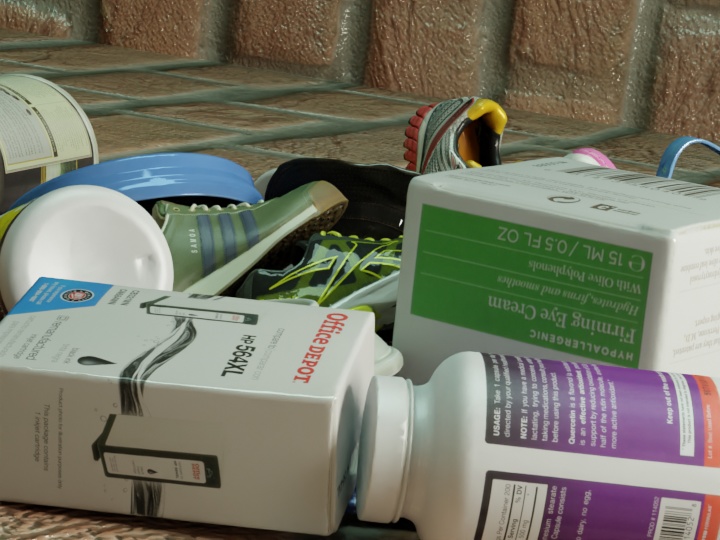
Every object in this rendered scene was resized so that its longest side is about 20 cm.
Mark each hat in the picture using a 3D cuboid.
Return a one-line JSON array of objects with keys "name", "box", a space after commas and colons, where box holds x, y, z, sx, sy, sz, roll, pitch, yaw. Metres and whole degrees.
[{"name": "hat", "box": [0.005, 0.002, 1.790, 0.200, 0.081, 0.201, 16, -31, 10]}]

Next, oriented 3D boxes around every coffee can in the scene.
[{"name": "coffee can", "box": [-0.316, -0.083, 1.952, 0.146, 0.146, 0.200, 10, 10, 16]}]

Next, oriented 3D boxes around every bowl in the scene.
[{"name": "bowl", "box": [-0.167, -0.033, 1.777, 0.200, 0.039, 0.201, -11, -18, -4]}]

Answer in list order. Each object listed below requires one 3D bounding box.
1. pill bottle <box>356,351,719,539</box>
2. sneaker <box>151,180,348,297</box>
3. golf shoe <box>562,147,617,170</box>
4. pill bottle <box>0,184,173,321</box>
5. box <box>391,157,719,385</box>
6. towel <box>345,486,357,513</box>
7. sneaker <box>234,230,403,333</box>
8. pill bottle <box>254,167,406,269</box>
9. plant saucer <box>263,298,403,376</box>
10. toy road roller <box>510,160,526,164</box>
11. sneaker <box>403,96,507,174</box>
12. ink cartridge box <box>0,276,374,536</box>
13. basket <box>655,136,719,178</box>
[{"name": "pill bottle", "box": [0.101, 0.103, 1.274, 0.200, 0.113, 0.112, 7, 10, -5]}, {"name": "sneaker", "box": [-0.106, -0.023, 1.678, 0.090, 0.067, 0.200, 45, 60, 12]}, {"name": "golf shoe", "box": [0.117, 0.001, 1.714, 0.075, 0.200, 0.092, 40, 31, 18]}, {"name": "pill bottle", "box": [-0.198, 0.011, 1.528, 0.109, 0.109, 0.200, 3, -7, -22]}, {"name": "box", "box": [0.152, 0.030, 1.555, 0.199, 0.171, 0.200, 13, 14, 33]}, {"name": "towel", "box": [-0.010, 0.119, 1.390, 0.200, 0.024, 0.145, 3, 12, -10]}, {"name": "sneaker", "box": [0.000, 0.000, 1.670, 0.200, 0.074, 0.085, -29, 73, -35]}, {"name": "pill bottle", "box": [0.008, -0.030, 1.979, 0.200, 0.111, 0.111, -2, 13, -41]}, {"name": "plant saucer", "box": [-0.075, 0.051, 1.495, 0.200, 0.050, 0.200, -8, 7, 1]}, {"name": "toy road roller", "box": [0.182, -0.016, 1.854, 0.200, 0.123, 0.146, 11, 18, -42]}, {"name": "sneaker", "box": [0.075, -0.048, 1.911, 0.078, 0.200, 0.082, 18, -23, -38]}, {"name": "ink cartridge box", "box": [-0.099, 0.071, 1.319, 0.200, 0.084, 0.146, 5, 19, 7]}, {"name": "basket", "box": [0.274, 0.016, 1.747, 0.200, 0.176, 0.139, 23, 2, -30]}]
